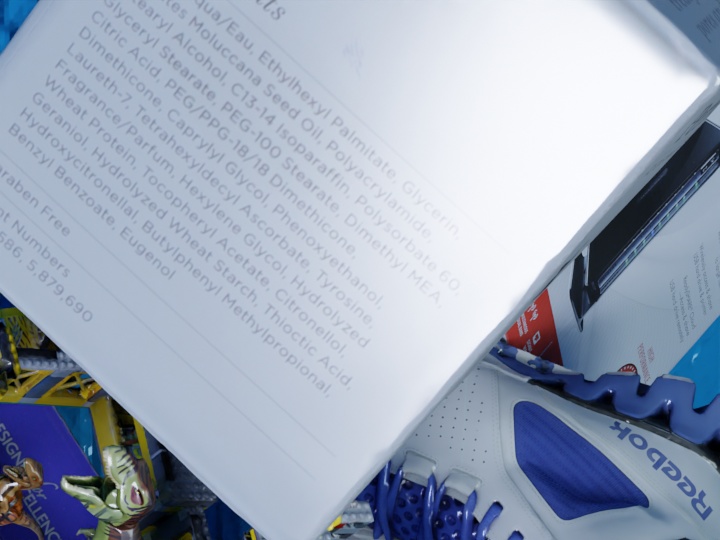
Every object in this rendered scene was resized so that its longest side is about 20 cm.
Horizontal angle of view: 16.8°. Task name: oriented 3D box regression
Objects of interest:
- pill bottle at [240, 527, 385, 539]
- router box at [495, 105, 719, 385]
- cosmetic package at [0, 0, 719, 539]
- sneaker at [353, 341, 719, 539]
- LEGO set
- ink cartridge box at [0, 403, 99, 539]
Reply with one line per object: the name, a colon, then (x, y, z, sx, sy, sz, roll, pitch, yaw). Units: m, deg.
pill bottle: (0.002, 0.191, 0.966, 0.110, 0.110, 0.201, -32, 140, -30)
router box: (0.097, -0.034, 0.953, 0.180, 0.049, 0.201, -46, 145, -22)
cosmetic package: (0.004, -0.058, 0.746, 0.200, 0.165, 0.165, -49, 177, 25)
sneaker: (0.048, 0.086, 0.871, 0.116, 0.198, 0.081, -80, 179, -49)
LEGO set: (-0.068, 0.077, 0.795, 0.153, 0.201, 0.116, 15, 143, -39)
ink cartridge box: (-0.135, 0.159, 0.827, 0.200, 0.043, 0.199, -35, 94, -28)
